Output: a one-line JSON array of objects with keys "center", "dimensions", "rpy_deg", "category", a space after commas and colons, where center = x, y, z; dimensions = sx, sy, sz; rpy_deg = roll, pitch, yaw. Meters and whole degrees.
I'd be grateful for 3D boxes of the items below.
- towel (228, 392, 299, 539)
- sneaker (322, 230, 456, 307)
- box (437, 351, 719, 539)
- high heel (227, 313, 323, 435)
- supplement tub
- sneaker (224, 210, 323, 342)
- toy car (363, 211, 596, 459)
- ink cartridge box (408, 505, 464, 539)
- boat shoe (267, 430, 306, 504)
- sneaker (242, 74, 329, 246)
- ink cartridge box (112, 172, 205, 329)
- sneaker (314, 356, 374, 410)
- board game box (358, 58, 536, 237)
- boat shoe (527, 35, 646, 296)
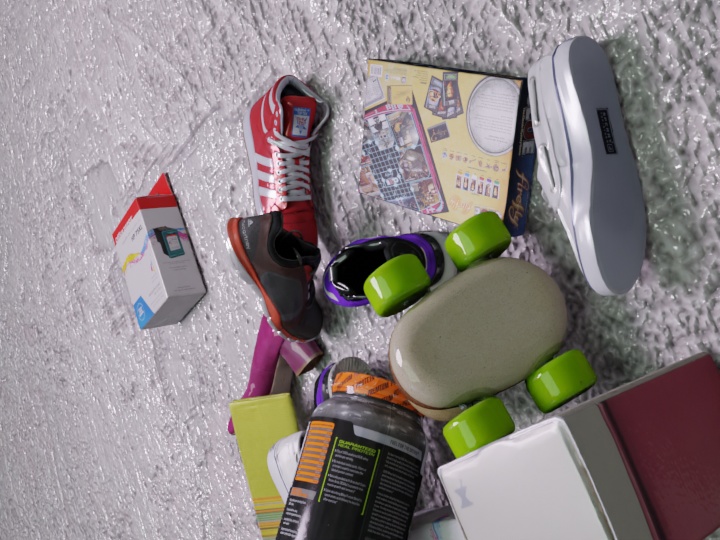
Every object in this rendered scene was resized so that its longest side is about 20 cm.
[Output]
[{"center": [-0.100, 0.250, 1.038], "dimensions": [0.084, 0.018, 0.205], "rpy_deg": [-9, 102, 15], "category": "towel"}, {"center": [0.000, -0.001, 0.858], "dimensions": [0.199, 0.098, 0.071], "rpy_deg": [-16, 85, 53], "category": "sneaker"}, {"center": [0.176, 0.148, 0.597], "dimensions": [0.127, 0.197, 0.111], "rpy_deg": [-38, 70, 46], "category": "box"}, {"center": [-0.126, 0.123, 1.060], "dimensions": [0.200, 0.067, 0.097], "rpy_deg": [-47, 71, 27], "category": "high heel"}, {"center": [-0.006, 0.208, 0.795], "dimensions": [0.121, 0.122, 0.204], "rpy_deg": [-6, 61, 50], "category": "supplement tub"}, {"center": [-0.073, 0.010, 0.924], "dimensions": [0.080, 0.201, 0.078], "rpy_deg": [-19, 51, 13], "category": "sneaker"}, {"center": [0.094, 0.077, 0.755], "dimensions": [0.166, 0.155, 0.201], "rpy_deg": [60, 168, 18], "category": "toy car"}, {"center": [0.115, 0.298, 0.789], "dimensions": [0.199, 0.083, 0.148], "rpy_deg": [-28, 75, 50], "category": "ink cartridge box"}, {"center": [-0.034, 0.279, 0.969], "dimensions": [0.065, 0.071, 0.203], "rpy_deg": [-35, 77, 41], "category": "boat shoe"}, {"center": [-0.075, -0.121, 0.952], "dimensions": [0.112, 0.070, 0.204], "rpy_deg": [-35, 68, 51], "category": "sneaker"}, {"center": [-0.308, -0.030, 1.254], "dimensions": [0.116, 0.066, 0.203], "rpy_deg": [-40, 66, 46], "category": "ink cartridge box"}, {"center": [-0.007, 0.200, 0.930], "dimensions": [0.099, 0.068, 0.205], "rpy_deg": [-22, 78, 59], "category": "sneaker"}, {"center": [0.077, -0.121, 0.796], "dimensions": [0.198, 0.034, 0.139], "rpy_deg": [23, 114, 46], "category": "board game box"}, {"center": [0.175, -0.078, 0.668], "dimensions": [0.065, 0.072, 0.205], "rpy_deg": [-18, 73, 54], "category": "boat shoe"}]
